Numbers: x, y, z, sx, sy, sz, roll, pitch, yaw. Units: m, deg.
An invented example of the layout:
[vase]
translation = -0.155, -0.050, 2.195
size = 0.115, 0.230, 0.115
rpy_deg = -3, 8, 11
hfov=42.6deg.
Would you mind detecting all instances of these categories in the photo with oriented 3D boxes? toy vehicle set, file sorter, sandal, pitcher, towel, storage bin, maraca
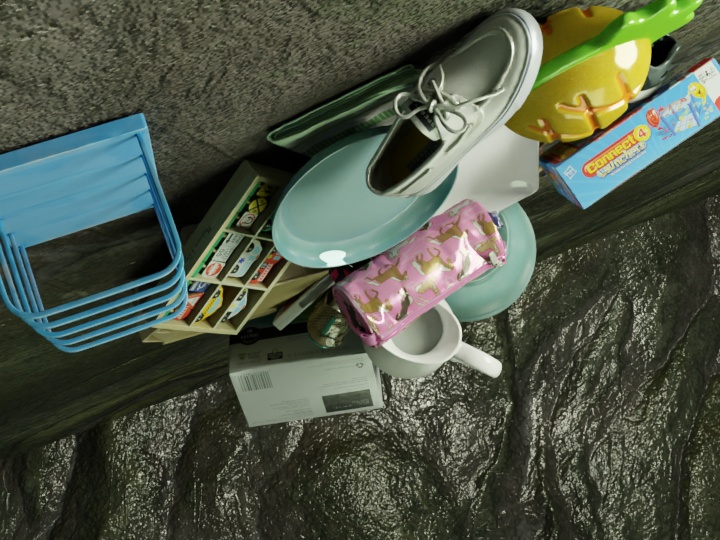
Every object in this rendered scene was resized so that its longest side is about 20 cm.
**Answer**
[toy vehicle set]
translation = -0.123, -0.017, 0.946
size = 0.124, 0.027, 0.200
rpy_deg = 9, 125, -52
[file sorter]
translation = -0.215, -0.018, 0.744
size = 0.139, 0.123, 0.200
rpy_deg = -20, 171, -12
[sandal]
translation = 0.000, 0.000, 1.070
size = 0.075, 0.045, 0.200
rpy_deg = 5, 167, 24
[pitcher]
translation = 0.084, 0.087, 1.150
size = 0.121, 0.171, 0.200
rpy_deg = -59, 180, -7
[towel]
translation = 0.015, -0.138, 0.889
size = 0.152, 0.023, 0.200
rpy_deg = -23, 172, 15
[storage bin]
translation = -0.162, 0.006, 1.134
size = 0.198, 0.094, 0.200
rpy_deg = -15, 171, -34
[maraca]
translation = 0.196, -0.177, 0.791
size = 0.137, 0.107, 0.200
rpy_deg = -23, 174, -42

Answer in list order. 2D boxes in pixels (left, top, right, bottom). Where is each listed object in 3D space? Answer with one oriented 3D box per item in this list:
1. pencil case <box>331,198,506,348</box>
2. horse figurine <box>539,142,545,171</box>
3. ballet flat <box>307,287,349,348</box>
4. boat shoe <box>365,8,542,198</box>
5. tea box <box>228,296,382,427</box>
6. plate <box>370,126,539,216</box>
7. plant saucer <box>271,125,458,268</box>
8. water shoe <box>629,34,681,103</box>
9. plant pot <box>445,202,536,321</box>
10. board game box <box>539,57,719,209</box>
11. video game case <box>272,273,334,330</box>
[pencil case]
translation = 0.065, 0.003, 1.005
size = 0.200, 0.083, 0.087
rpy_deg = -33, -161, -15
[horse figurine]
translation = 0.205, -0.148, 1.209
size = 0.132, 0.050, 0.200
rpy_deg = -29, 168, 14
[ballet flat]
translation = -0.014, 0.030, 1.201
size = 0.075, 0.068, 0.200
rpy_deg = -54, -177, 26
[boat shoe]
translation = 0.064, -0.133, 0.769
size = 0.086, 0.075, 0.202
rpy_deg = -17, 158, -48
[tea box]
translation = -0.079, 0.099, 1.342
size = 0.200, 0.197, 0.134
rpy_deg = -9, 134, 2
[plate]
translation = 0.106, -0.101, 1.027
size = 0.200, 0.032, 0.200
rpy_deg = -28, 155, -2
[plant saucer]
translation = 0.002, -0.075, 0.912
size = 0.200, 0.027, 0.200
rpy_deg = -20, 150, -12
[water shoe]
translation = 0.238, -0.203, 0.929
size = 0.200, 0.072, 0.079
rpy_deg = -23, 155, -32
[plant pot]
translation = 0.138, -0.035, 1.237
size = 0.200, 0.201, 0.134
rpy_deg = -22, 171, 4
[board game box]
translation = 0.306, -0.158, 1.057
size = 0.196, 0.056, 0.200
rpy_deg = -35, -174, 9
[video game case]
translation = -0.030, -0.015, 1.222
size = 0.200, 0.017, 0.143
rpy_deg = -41, -168, 31
